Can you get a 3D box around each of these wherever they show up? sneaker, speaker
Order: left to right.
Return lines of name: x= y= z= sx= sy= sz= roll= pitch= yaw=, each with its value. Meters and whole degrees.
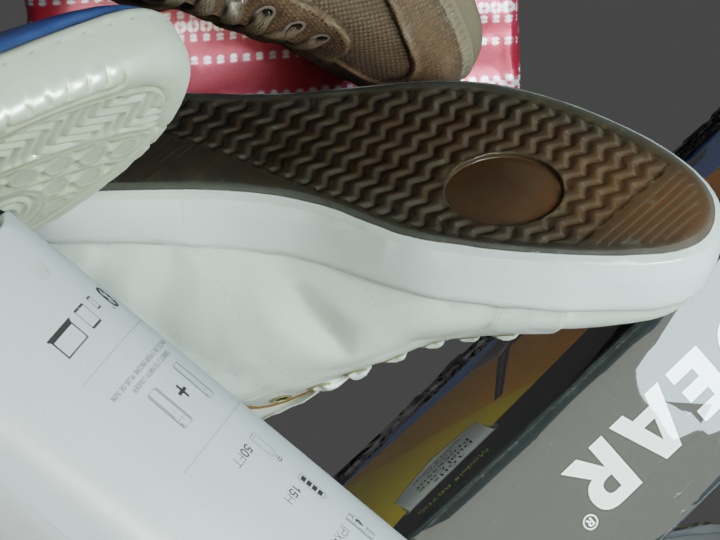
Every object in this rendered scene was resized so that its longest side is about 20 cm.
sneaker: x=-0.150 y=-0.047 z=0.742 sx=0.200 sy=0.077 sz=0.111 roll=-26 pitch=70 yaw=0
sneaker: x=-0.049 y=-0.092 z=0.756 sx=0.200 sy=0.070 sz=0.076 roll=44 pitch=69 yaw=-36
speaker: x=-0.034 y=0.078 z=0.719 sx=0.200 sy=0.081 sz=0.081 roll=39 pitch=86 yaw=-2
sneaker: x=0.000 y=0.000 z=0.785 sx=0.199 sy=0.073 sz=0.085 roll=6 pitch=128 yaw=20

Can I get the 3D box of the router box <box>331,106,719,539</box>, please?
router box: x=0.084 y=0.018 z=0.828 sx=0.200 sy=0.149 sz=0.051 roll=-43 pitch=97 yaw=-7

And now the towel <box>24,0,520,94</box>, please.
towel: x=-0.027 y=-0.121 z=0.827 sx=0.144 sy=0.022 sz=0.201 roll=-6 pitch=102 yaw=-18

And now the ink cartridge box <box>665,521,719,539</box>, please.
ink cartridge box: x=0.139 y=0.196 z=0.865 sx=0.047 sy=0.200 sz=0.198 roll=-7 pitch=104 yaw=-18
